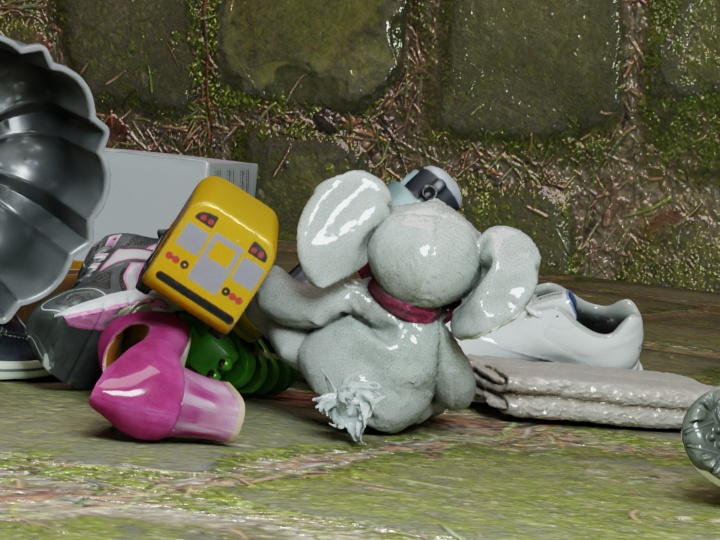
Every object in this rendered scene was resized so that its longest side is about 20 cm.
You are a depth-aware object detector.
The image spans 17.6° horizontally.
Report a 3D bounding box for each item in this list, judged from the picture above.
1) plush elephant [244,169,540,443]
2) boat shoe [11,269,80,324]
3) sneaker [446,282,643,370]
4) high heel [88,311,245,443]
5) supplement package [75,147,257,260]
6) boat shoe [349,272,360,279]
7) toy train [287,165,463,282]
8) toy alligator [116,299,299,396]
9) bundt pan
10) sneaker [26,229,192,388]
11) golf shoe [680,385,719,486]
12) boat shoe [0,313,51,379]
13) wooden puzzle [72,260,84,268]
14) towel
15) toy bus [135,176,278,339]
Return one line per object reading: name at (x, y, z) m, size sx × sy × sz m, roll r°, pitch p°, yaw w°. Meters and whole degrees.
plush elephant at (0.024, 0.014, 1.497) m, size 0.164 × 0.155 × 0.200 m, roll 30°, pitch 9°, yaw -6°
boat shoe at (-0.221, 0.031, 1.723) m, size 0.199 × 0.071 × 0.070 m, roll 7°, pitch 8°, yaw 17°
sneaker at (0.123, 0.044, 1.786) m, size 0.199 × 0.087 × 0.075 m, roll 3°, pitch 42°, yaw -6°
high heel at (-0.148, 0.060, 1.420) m, size 0.095 × 0.068 × 0.200 m, roll 15°, pitch 12°, yaw -28°
supplement package at (-0.227, -0.051, 2.431) m, size 0.190 × 0.148 × 0.200 m, roll 6°, pitch 4°, yaw 11°
boat shoe at (-0.003, 0.027, 1.655) m, size 0.065 × 0.072 × 0.200 m, roll -3°, pitch -35°, yaw 23°
toy train at (0.000, 0.000, 1.767) m, size 0.085 × 0.200 × 0.114 m, roll 47°, pitch -12°, yaw 6°
toy alligator at (-0.093, 0.058, 1.593) m, size 0.054 × 0.059 × 0.200 m, roll 56°, pitch 21°, yaw 24°
bundt pan at (-0.265, -0.066, 1.495) m, size 0.201 × 0.203 × 0.076 m, roll 3°, pitch 20°, yaw -35°
sneaker at (-0.169, 0.019, 1.605) m, size 0.086 × 0.081 × 0.200 m, roll 41°, pitch 24°, yaw 19°
golf shoe at (0.242, 0.107, 1.374) m, size 0.088 × 0.078 × 0.199 m, roll -19°, pitch -17°, yaw 42°
boat shoe at (-0.266, 0.040, 1.583) m, size 0.199 × 0.063 × 0.074 m, roll 4°, pitch 2°, yaw -45°
wooden puzzle at (-0.249, 0.011, 2.216) m, size 0.184 × 0.047 × 0.200 m, roll 7°, pitch 4°, yaw 16°
towel at (0.172, 0.091, 1.696) m, size 0.199 × 0.035 × 0.132 m, roll 6°, pitch 5°, yaw -15°
toy bus at (-0.095, -0.011, 1.490) m, size 0.065 × 0.079 × 0.200 m, roll 32°, pitch 6°, yaw -5°
